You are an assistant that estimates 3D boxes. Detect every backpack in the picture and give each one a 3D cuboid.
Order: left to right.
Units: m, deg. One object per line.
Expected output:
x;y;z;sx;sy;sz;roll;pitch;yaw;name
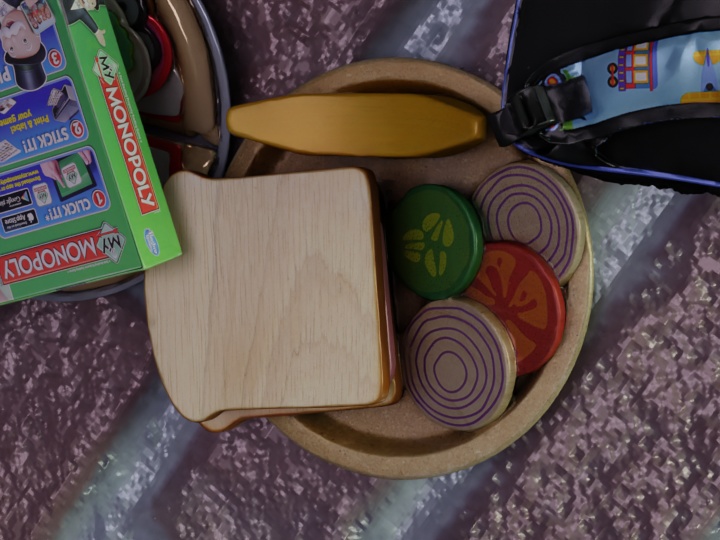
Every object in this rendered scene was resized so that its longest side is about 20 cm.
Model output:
0.168;-0.112;0.776;0.199;0.134;0.183;11;97;23;backpack

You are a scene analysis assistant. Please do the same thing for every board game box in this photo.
-0.179;-0.049;0.924;0.199;0.029;0.135;-12;98;37;board game box

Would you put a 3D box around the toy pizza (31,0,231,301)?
-0.156;-0.079;0.951;0.199;0.032;0.201;6;109;17;toy pizza

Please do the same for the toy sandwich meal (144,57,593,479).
0.000;0.000;0.891;0.204;0.070;0.206;1;93;24;toy sandwich meal
